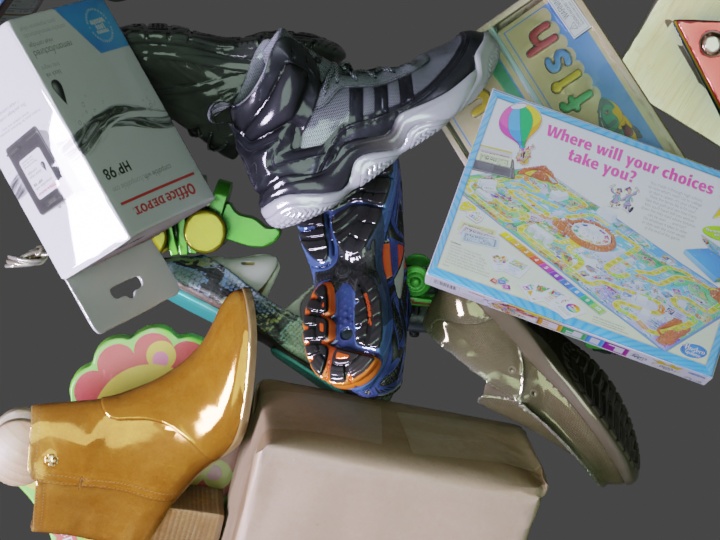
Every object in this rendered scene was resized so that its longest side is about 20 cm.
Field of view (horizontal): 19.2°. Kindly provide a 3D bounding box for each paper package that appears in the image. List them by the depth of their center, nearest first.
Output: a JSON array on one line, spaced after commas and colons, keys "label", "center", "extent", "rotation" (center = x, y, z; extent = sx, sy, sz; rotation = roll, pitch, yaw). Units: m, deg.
[{"label": "paper package", "center": [0.005, 0.191, 1.469], "extent": [0.198, 0.104, 0.192], "rotation": [11, 112, -9]}]

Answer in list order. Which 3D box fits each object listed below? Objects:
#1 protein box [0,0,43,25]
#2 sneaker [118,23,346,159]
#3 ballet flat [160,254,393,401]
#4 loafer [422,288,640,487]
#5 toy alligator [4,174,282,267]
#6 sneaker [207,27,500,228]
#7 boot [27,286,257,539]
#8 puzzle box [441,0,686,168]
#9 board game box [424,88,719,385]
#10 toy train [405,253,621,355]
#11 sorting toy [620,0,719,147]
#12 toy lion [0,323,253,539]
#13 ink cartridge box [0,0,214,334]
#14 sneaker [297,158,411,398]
[{"label": "protein box", "center": [-0.289, -0.263, 1.443], "extent": [0.198, 0.135, 0.201], "rotation": [37, 97, -2]}, {"label": "sneaker", "center": [-0.111, -0.125, 1.484], "extent": [0.198, 0.076, 0.092], "rotation": [5, 101, 3]}, {"label": "ballet flat", "center": [-0.058, 0.029, 1.508], "extent": [0.199, 0.074, 0.075], "rotation": [32, 97, -6]}, {"label": "loafer", "center": [0.118, 0.075, 1.475], "extent": [0.067, 0.076, 0.200], "rotation": [-36, 99, 21]}, {"label": "toy alligator", "center": [-0.155, -0.037, 1.502], "extent": [0.198, 0.059, 0.055], "rotation": [-5, 94, 3]}, {"label": "sneaker", "center": [-0.006, -0.126, 1.427], "extent": [0.199, 0.075, 0.114], "rotation": [-37, 101, -8]}, {"label": "boot", "center": [-0.152, 0.098, 1.449], "extent": [0.143, 0.071, 0.203], "rotation": [9, 109, -11]}, {"label": "puzzle box", "center": [0.139, -0.087, 1.472], "extent": [0.133, 0.025, 0.201], "rotation": [-34, 80, 11]}, {"label": "board game box", "center": [0.157, -0.022, 1.411], "extent": [0.198, 0.034, 0.136], "rotation": [20, 80, 4]}, {"label": "toy train", "center": [0.116, 0.027, 1.508], "extent": [0.198, 0.042, 0.057], "rotation": [5, 108, 2]}, {"label": "sorting toy", "center": [0.307, -0.165, 1.459], "extent": [0.198, 0.070, 0.201], "rotation": [31, 98, -1]}, {"label": "toy lion", "center": [-0.159, 0.147, 1.529], "extent": [0.190, 0.069, 0.202], "rotation": [-19, 96, -3]}, {"label": "ink cartridge box", "center": [-0.173, -0.072, 1.406], "extent": [0.066, 0.116, 0.201], "rotation": [-29, 91, 30]}, {"label": "sneaker", "center": [0.000, 0.000, 1.469], "extent": [0.075, 0.079, 0.202], "rotation": [-7, 60, 22]}]
